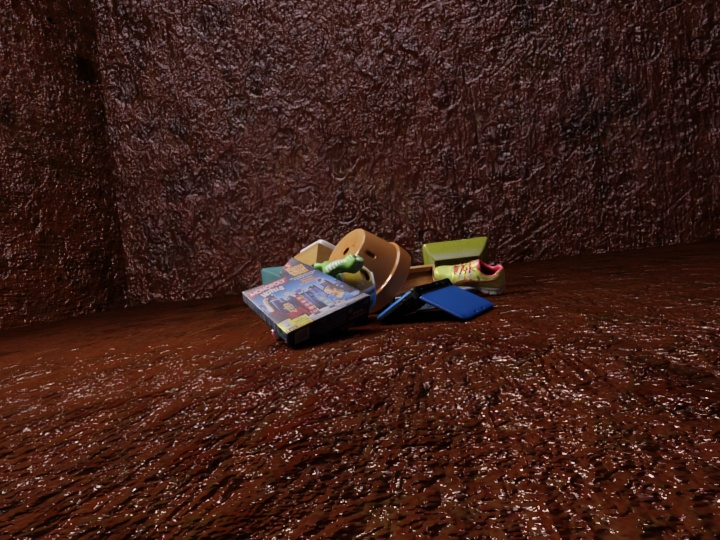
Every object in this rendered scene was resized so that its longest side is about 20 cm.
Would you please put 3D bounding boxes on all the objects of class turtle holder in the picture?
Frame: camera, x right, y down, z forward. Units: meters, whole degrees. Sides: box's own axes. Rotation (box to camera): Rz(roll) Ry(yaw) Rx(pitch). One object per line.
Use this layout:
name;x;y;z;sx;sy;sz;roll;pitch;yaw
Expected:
turtle holder;-0.034;0.031;1.152;0.130;0.187;0.141;-6;26;-5

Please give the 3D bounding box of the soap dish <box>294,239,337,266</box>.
soap dish;-0.091;-0.006;1.589;0.199;0.082;0.157;27;-28;-27

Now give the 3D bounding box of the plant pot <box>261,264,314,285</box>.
plant pot;-0.170;0.065;1.418;0.140;0.143;0.200;-8;8;-27

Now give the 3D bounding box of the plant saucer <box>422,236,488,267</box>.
plant saucer;0.297;0.000;1.582;0.198;0.201;0.048;-7;40;7

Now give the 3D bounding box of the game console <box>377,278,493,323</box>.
game console;0.162;0.089;1.105;0.171;0.119;0.199;-42;-17;27

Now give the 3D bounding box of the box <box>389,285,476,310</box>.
box;0.179;0.071;1.309;0.198;0.038;0.137;-7;1;-4

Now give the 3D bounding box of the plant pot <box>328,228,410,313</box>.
plant pot;0.010;-0.011;1.317;0.140;0.201;0.199;38;-21;-25

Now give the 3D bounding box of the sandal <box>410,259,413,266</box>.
sandal;0.082;-0.020;1.487;0.199;0.076;0.045;4;-33;-35

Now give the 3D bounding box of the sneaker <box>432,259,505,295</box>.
sneaker;0.296;0.004;1.395;0.198;0.091;0.078;6;42;9

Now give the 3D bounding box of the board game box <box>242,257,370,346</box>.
board game box;-0.120;0.057;1.013;0.199;0.062;0.199;-21;41;-37

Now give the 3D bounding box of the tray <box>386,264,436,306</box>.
tray;0.116;0.044;1.437;0.198;0.099;0.037;-6;-27;-4

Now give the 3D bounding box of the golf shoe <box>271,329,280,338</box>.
golf shoe;-0.123;0.102;1.104;0.091;0.076;0.200;2;11;9
